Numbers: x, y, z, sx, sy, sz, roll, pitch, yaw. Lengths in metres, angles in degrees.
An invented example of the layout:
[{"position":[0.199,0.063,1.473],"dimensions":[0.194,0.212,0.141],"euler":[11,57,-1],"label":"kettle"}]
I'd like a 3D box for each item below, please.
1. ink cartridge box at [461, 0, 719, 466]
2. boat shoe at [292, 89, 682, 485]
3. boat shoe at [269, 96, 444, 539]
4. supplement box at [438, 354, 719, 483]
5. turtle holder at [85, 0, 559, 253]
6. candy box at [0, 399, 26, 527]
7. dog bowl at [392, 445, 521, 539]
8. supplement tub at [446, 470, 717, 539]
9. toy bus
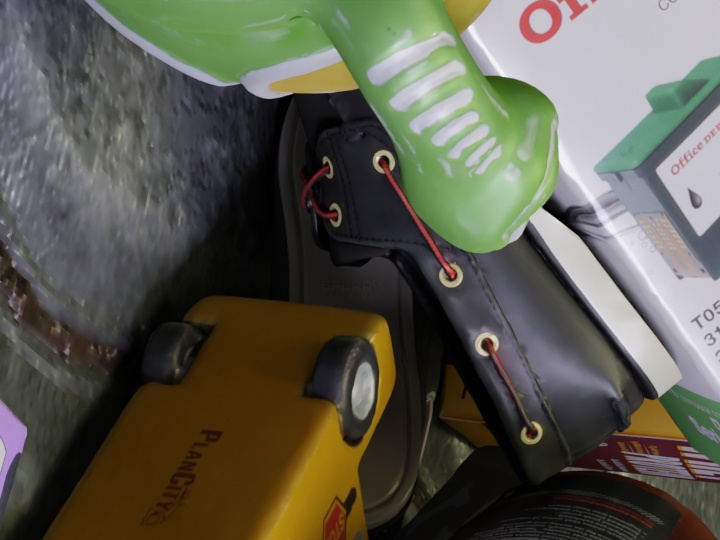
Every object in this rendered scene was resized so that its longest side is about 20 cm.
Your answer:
[{"position":[0.121,-0.052,0.787],"dimensions":[0.200,0.146,0.084],"euler":[52,-6,-20],"label":"ink cartridge box"},{"position":[0.013,-0.026,0.767],"dimensions":[0.202,0.063,0.074],"euler":[53,-3,-3],"label":"boat shoe"},{"position":[0.000,0.000,0.839],"dimensions":[0.057,0.066,0.201],"euler":[102,-4,-66],"label":"boat shoe"},{"position":[0.148,-0.020,1.020],"dimensions":[0.133,0.196,0.201],"euler":[42,54,-74],"label":"supplement box"},{"position":[-0.005,-0.106,0.641],"dimensions":[0.141,0.185,0.132],"euler":[-57,155,-8],"label":"turtle holder"},{"position":[-0.145,0.085,0.446],"dimensions":[0.168,0.071,0.201],"euler":[57,41,-58],"label":"candy box"},{"position":[0.075,0.163,0.908],"dimensions":[0.059,0.200,0.201],"euler":[-32,133,-19],"label":"dog bowl"},{"position":[0.050,0.124,0.716],"dimensions":[0.200,0.106,0.108],"euler":[-21,113,-74],"label":"supplement tub"},{"position":[-0.047,0.092,0.697],"dimensions":[0.200,0.065,0.079],"euler":[-61,148,-49],"label":"toy bus"}]
